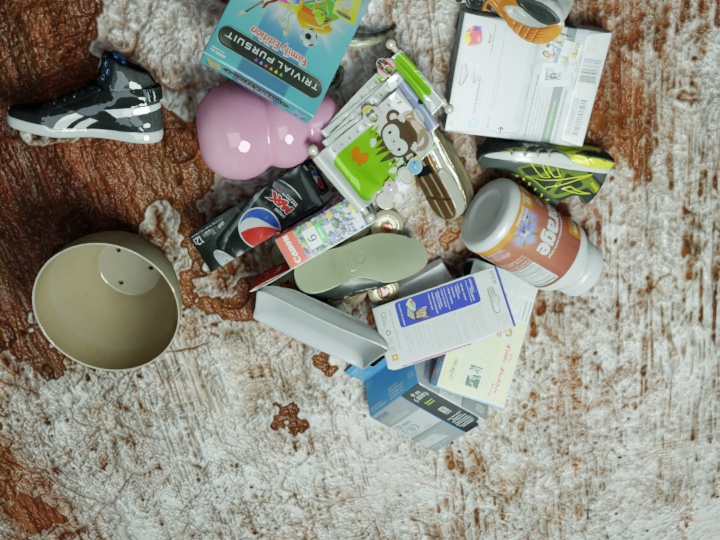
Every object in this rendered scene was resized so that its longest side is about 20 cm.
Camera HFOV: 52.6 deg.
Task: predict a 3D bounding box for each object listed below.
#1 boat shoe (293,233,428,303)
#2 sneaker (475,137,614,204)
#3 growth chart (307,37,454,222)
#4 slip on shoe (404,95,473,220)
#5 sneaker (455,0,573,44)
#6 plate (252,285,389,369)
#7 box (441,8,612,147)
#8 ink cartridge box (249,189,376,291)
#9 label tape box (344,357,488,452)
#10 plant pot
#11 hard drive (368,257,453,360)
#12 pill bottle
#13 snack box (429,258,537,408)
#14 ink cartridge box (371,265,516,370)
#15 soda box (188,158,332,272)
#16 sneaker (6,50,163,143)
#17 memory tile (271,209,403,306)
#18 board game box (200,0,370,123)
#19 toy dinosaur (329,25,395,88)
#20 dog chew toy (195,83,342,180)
[{"bbox_3d":[-0.001,-0.003,1.060,0.199,0.063,0.075,-13,73,-10],"label":"boat shoe"},{"bbox_3d":[0.257,-0.136,1.028,0.197,0.075,0.086,6,117,-5],"label":"sneaker"},{"bbox_3d":[0.030,-0.177,0.944,0.144,0.018,0.201,39,86,-9],"label":"growth chart"},{"bbox_3d":[0.100,-0.169,1.017,0.060,0.076,0.201,-39,107,-28],"label":"slip on shoe"},{"bbox_3d":[0.180,-0.370,0.916,0.199,0.092,0.076,36,152,1],"label":"sneaker"},{"bbox_3d":[-0.061,0.081,1.076,0.198,0.200,0.033,25,73,-3],"label":"plate"},{"bbox_3d":[0.220,-0.257,0.984,0.197,0.041,0.158,5,116,-6],"label":"box"},{"bbox_3d":[-0.073,-0.049,1.015,0.198,0.109,0.051,-29,100,6],"label":"ink cartridge box"},{"bbox_3d":[0.085,0.202,1.171,0.199,0.067,0.143,29,136,-17],"label":"label tape box"},{"bbox_3d":[-0.348,0.023,1.052,0.197,0.135,0.203,-1,118,-1],"label":"plant pot"},{"bbox_3d":[0.119,0.091,1.165,0.131,0.025,0.201,-29,115,12],"label":"hard drive"},{"bbox_3d":[0.252,-0.041,1.049,0.198,0.113,0.113,26,114,-25],"label":"pill bottle"},{"bbox_3d":[0.190,0.095,1.110,0.115,0.037,0.202,19,83,-12],"label":"snack box"},{"bbox_3d":[0.121,0.071,1.071,0.198,0.037,0.096,-20,73,15],"label":"ink cartridge box"},{"bbox_3d":[-0.141,-0.078,1.029,0.199,0.071,0.064,-30,99,17],"label":"soda box"},{"bbox_3d":[-0.361,-0.236,0.962,0.197,0.073,0.113,2,114,-13],"label":"sneaker"},{"bbox_3d":[-0.036,-0.023,1.091,0.197,0.017,0.155,3,106,-1],"label":"memory tile"},{"bbox_3d":[-0.083,-0.309,0.892,0.150,0.047,0.202,27,83,-15],"label":"board game box"},{"bbox_3d":[-0.055,-0.286,0.956,0.197,0.048,0.089,4,107,-7],"label":"toy dinosaur"},{"bbox_3d":[-0.114,-0.190,0.966,0.197,0.125,0.126,-8,118,-7],"label":"dog chew toy"}]
